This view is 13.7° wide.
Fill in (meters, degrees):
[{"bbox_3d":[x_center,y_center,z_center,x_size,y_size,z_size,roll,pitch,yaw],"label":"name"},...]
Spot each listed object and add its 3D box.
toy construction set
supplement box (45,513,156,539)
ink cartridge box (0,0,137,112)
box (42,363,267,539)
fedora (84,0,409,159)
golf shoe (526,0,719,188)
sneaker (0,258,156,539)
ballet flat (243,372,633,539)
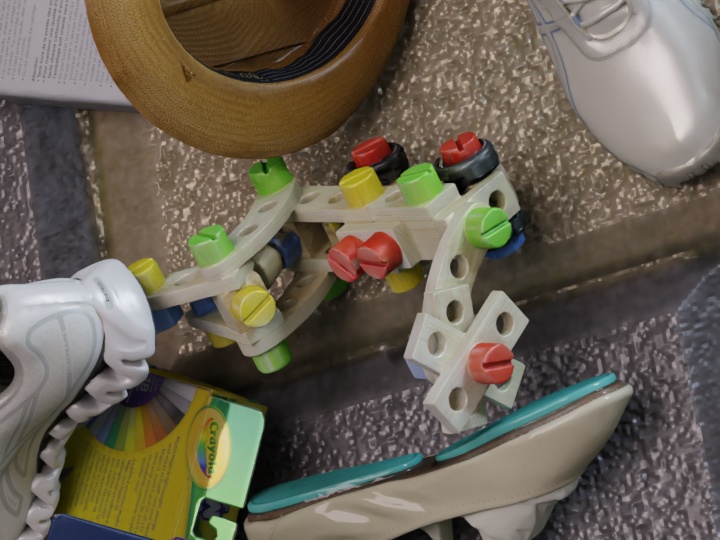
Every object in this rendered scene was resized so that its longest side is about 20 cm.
[{"bbox_3d":[0.000,0.000,1.329,0.200,0.092,0.131,17,45,41],"label":"toy construction set"},{"bbox_3d":[-0.041,0.226,1.211,0.200,0.134,0.200,13,83,31],"label":"supplement box"},{"bbox_3d":[-0.130,-0.179,1.489,0.200,0.043,0.197,7,86,32],"label":"ink cartridge box"},{"bbox_3d":[-0.124,0.098,1.420,0.200,0.048,0.118,15,89,41],"label":"box"},{"bbox_3d":[-0.063,-0.146,1.363,0.082,0.200,0.201,11,86,46],"label":"fedora"},{"bbox_3d":[0.095,-0.127,1.315,0.078,0.097,0.200,-35,67,19],"label":"golf shoe"},{"bbox_3d":[-0.171,0.072,1.367,0.075,0.081,0.200,55,130,31],"label":"sneaker"},{"bbox_3d":[0.041,0.103,1.331,0.200,0.069,0.070,-21,71,28],"label":"ballet flat"}]
